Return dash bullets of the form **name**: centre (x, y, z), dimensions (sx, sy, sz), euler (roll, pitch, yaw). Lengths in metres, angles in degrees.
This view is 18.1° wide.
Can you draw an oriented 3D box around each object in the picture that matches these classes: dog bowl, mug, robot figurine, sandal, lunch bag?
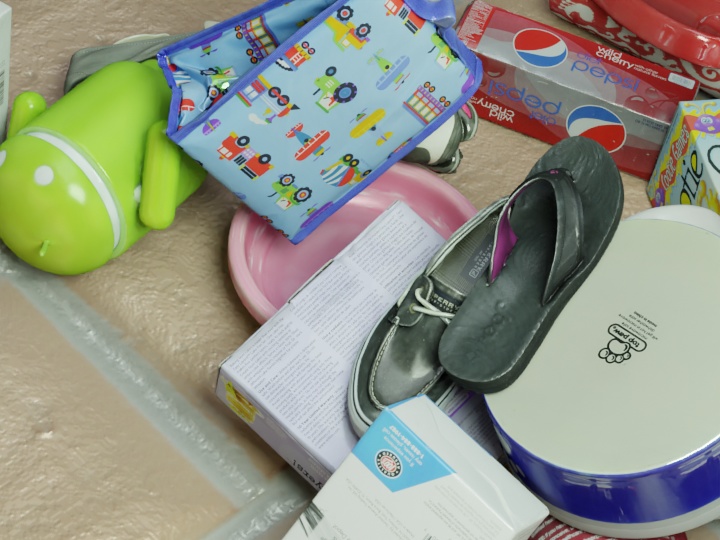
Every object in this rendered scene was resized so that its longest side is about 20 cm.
- **dog bowl**: centre (0.179, 0.067, 1.459), dimensions (0.199, 0.079, 0.201), euler (-11, 51, 13)
- **mug**: centre (0.262, -0.228, 1.844), dimensions (0.199, 0.177, 0.134), euler (27, 87, 17)
- **robot figurine**: centre (-0.190, -0.075, 1.650), dimensions (0.175, 0.116, 0.200), euler (17, 45, 38)
- **sandal**: centre (0.113, -0.012, 1.460), dimensions (0.075, 0.048, 0.201), euler (13, 60, 28)
- **lunch bag**: centre (-0.017, -0.132, 1.582), dimensions (0.199, 0.150, 0.094), euler (-30, 46, 20)

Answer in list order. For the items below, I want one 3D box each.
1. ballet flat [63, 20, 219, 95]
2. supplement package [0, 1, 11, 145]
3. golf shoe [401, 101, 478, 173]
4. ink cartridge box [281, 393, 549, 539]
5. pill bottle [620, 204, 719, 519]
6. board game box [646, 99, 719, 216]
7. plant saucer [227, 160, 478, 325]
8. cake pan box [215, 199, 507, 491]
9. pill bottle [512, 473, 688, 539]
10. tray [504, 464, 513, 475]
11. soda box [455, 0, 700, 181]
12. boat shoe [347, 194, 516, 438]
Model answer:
- **ballet flat**: centre (-0.133, -0.165, 1.744), dimensions (0.199, 0.068, 0.064), euler (-10, 45, 6)
- **supplement package**: centre (-0.380, -0.146, 1.648), dimensions (0.199, 0.152, 0.151), euler (30, 50, 14)
- **golf shoe**: centre (0.000, -0.140, 1.731), dimensions (0.200, 0.078, 0.088), euler (29, 15, 40)
- **ink cartridge box**: centre (0.012, 0.193, 1.444), dimensions (0.116, 0.200, 0.068), euler (43, 20, 14)
- **pill bottle**: centre (0.232, 0.065, 1.574), dimensions (0.114, 0.115, 0.201), euler (-6, 59, -16)
- **board game box**: centre (0.305, -0.025, 1.715), dimensions (0.104, 0.103, 0.201), euler (-5, 51, -15)
- **plant saucer**: centre (0.000, 0.000, 1.665), dimensions (0.199, 0.051, 0.201), euler (4, 47, -5)
- **cake pan box**: centre (0.031, 0.072, 1.550), dimensions (0.184, 0.052, 0.200), euler (41, 65, 11)
- **pill bottle**: centre (0.166, 0.201, 1.489), dimensions (0.112, 0.113, 0.201), euler (-4, 52, -15)
- **tray**: centre (0.110, 0.092, 1.622), dimensions (0.199, 0.037, 0.099), euler (-25, 59, -27)
- **soda box**: centre (0.165, -0.144, 1.810), dimensions (0.199, 0.070, 0.064), euler (22, 49, 7)
- **boat shoe**: centre (0.053, 0.026, 1.508), dimensions (0.072, 0.071, 0.201), euler (28, 64, 6)
